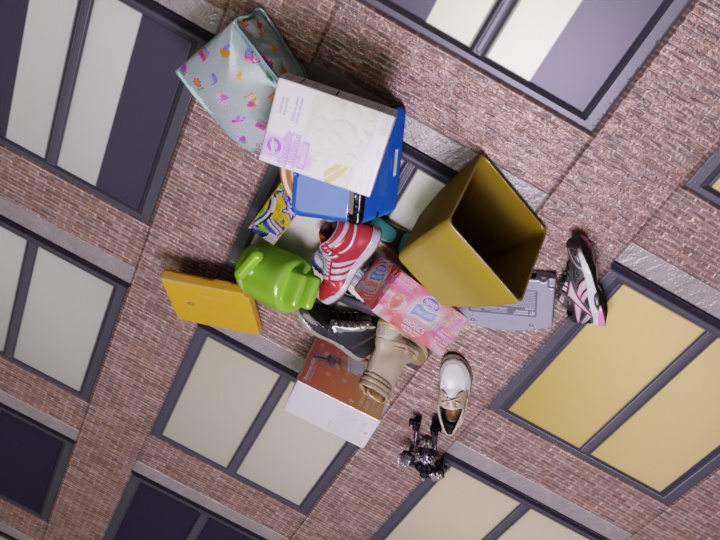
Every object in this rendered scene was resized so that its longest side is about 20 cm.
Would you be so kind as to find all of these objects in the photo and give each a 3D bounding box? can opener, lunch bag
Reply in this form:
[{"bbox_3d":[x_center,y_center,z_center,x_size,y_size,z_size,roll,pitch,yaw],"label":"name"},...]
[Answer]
[{"bbox_3d":[0.035,0.076,1.654,0.198,0.064,0.079,19,129,3],"label":"can opener"},{"bbox_3d":[-0.191,-0.326,1.399,0.170,0.122,0.200,-29,107,31],"label":"lunch bag"}]

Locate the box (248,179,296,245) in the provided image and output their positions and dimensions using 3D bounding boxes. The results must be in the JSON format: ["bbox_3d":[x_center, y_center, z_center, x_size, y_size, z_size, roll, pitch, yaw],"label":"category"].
[{"bbox_3d":[-0.137,-0.144,1.544,0.064,0.070,0.200,35,127,-11],"label":"box"}]

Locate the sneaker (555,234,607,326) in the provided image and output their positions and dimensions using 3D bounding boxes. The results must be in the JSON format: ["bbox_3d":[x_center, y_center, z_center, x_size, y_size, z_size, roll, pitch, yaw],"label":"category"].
[{"bbox_3d":[0.404,0.030,1.497,0.086,0.081,0.201,-8,121,24],"label":"sneaker"}]

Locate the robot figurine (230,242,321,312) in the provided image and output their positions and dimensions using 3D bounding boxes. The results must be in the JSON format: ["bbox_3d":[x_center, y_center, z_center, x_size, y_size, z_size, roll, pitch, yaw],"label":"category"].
[{"bbox_3d":[-0.174,0.013,1.616,0.199,0.175,0.117,23,97,38],"label":"robot figurine"}]

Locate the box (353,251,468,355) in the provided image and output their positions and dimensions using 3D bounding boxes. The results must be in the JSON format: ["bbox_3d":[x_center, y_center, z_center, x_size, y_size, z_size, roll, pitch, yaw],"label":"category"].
[{"bbox_3d":[0.098,0.065,1.533,0.199,0.103,0.095,34,98,-31],"label":"box"}]

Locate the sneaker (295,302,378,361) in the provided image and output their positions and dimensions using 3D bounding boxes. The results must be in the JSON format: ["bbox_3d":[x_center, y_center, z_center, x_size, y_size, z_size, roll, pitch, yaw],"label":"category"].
[{"bbox_3d":[-0.036,0.103,1.698,0.199,0.075,0.106,34,124,-20],"label":"sneaker"}]

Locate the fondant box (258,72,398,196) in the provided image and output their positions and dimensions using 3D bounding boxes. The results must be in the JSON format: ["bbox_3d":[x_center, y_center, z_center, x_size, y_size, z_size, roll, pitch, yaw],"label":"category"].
[{"bbox_3d":[-0.054,-0.224,1.320,0.198,0.058,0.145,19,114,1],"label":"fondant box"}]

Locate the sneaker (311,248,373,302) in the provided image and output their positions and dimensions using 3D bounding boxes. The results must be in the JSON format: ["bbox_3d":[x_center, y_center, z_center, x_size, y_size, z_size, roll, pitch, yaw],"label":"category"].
[{"bbox_3d":[0.000,0.000,1.601,0.199,0.077,0.086,29,119,0],"label":"sneaker"}]

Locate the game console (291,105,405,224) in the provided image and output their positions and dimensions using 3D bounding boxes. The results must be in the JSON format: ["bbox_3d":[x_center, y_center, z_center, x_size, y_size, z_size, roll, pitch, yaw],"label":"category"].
[{"bbox_3d":[-0.020,-0.196,1.420,0.118,0.170,0.202,23,119,34],"label":"game console"}]

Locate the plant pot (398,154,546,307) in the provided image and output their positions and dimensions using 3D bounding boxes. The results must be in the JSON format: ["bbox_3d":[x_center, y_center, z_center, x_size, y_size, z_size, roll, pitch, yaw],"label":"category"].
[{"bbox_3d":[0.188,-0.049,1.445,0.200,0.201,0.176,46,137,-18],"label":"plant pot"}]

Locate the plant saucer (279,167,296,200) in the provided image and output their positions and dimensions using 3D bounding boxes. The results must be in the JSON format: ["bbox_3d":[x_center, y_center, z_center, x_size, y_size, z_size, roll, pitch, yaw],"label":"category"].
[{"bbox_3d":[-0.047,-0.189,1.443,0.199,0.032,0.202,-8,117,-16],"label":"plant saucer"}]

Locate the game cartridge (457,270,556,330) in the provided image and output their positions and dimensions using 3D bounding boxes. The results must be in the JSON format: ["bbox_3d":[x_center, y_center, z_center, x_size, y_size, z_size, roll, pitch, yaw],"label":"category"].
[{"bbox_3d":[0.283,0.058,1.582,0.198,0.041,0.134,5,123,14],"label":"game cartridge"}]

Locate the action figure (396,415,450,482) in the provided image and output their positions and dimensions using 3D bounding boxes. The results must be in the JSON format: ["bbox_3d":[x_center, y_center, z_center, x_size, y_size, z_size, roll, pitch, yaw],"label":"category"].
[{"bbox_3d":[0.145,0.433,1.854,0.118,0.102,0.201,9,125,19],"label":"action figure"}]

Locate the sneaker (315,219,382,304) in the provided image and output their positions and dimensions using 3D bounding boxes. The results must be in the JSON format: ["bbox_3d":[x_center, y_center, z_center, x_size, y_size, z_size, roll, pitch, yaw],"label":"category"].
[{"bbox_3d":[-0.056,-0.024,1.510,0.112,0.072,0.200,18,124,-28],"label":"sneaker"}]

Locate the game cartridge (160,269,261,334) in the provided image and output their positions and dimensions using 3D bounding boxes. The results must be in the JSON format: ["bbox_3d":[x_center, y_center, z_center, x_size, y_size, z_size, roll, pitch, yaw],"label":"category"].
[{"bbox_3d":[-0.323,0.071,1.750,0.198,0.033,0.177,10,148,8],"label":"game cartridge"}]

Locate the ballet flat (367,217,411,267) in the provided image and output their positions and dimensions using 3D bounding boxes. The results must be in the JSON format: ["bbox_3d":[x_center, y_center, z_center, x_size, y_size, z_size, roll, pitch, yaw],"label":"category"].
[{"bbox_3d":[0.067,-0.053,1.563,0.199,0.069,0.063,34,156,-5],"label":"ballet flat"}]

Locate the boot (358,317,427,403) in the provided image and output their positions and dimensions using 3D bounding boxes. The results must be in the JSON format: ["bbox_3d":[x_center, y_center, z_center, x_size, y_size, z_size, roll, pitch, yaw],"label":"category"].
[{"bbox_3d":[0.068,0.201,1.641,0.072,0.157,0.200,10,160,28],"label":"boot"}]

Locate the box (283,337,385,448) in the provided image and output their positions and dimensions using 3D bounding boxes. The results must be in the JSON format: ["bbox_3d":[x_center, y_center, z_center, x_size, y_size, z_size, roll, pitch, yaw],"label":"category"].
[{"bbox_3d":[-0.045,0.267,1.761,0.199,0.153,0.107,26,129,-3],"label":"box"}]

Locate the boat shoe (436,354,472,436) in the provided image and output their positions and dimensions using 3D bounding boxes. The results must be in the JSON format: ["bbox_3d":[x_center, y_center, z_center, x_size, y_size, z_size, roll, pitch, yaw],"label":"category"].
[{"bbox_3d":[0.205,0.276,1.742,0.074,0.069,0.201,3,126,15],"label":"boat shoe"}]
